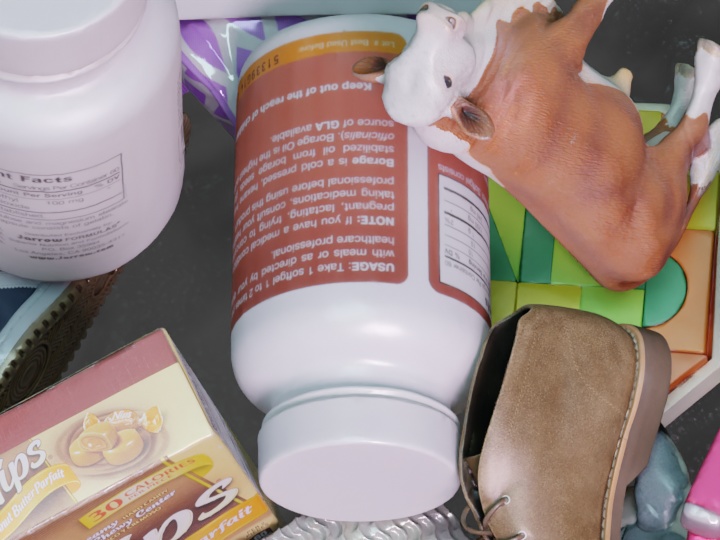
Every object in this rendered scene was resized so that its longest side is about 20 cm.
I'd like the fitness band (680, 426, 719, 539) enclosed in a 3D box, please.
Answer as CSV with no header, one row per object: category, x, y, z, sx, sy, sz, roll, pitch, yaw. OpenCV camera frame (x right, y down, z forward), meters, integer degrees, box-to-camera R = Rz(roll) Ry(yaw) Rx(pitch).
fitness band,0.211,0.085,1.151,0.144,0.037,0.200,24,68,17

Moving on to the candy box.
candy box,-0.101,0.102,1.227,0.115,0.200,0.055,-28,69,-1

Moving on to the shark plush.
shark plush,0.134,0.159,1.202,0.083,0.091,0.200,-33,47,9

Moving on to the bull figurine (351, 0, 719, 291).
bull figurine,0.083,-0.074,1.234,0.065,0.200,0.121,23,74,46

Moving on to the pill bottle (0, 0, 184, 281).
pill bottle,-0.132,-0.086,1.233,0.114,0.200,0.114,1,65,-2

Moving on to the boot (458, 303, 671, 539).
boot,0.066,0.111,1.197,0.075,0.074,0.200,19,75,-26

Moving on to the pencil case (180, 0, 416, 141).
pencil case,-0.004,-0.141,1.363,0.200,0.084,0.085,-37,31,-7

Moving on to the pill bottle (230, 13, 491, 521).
pill bottle,0.000,0.000,1.255,0.112,0.112,0.200,-3,62,7

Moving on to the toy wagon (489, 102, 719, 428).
toy wagon,0.103,0.021,1.310,0.155,0.040,0.200,3,71,10

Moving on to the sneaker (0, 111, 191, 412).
sneaker,-0.171,-0.010,1.345,0.108,0.070,0.200,26,70,11

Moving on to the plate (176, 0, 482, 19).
plate,-0.020,-0.211,1.327,0.199,0.032,0.200,0,71,8

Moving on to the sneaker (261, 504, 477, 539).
sneaker,-0.039,0.160,1.264,0.200,0.100,0.070,-18,67,-31
